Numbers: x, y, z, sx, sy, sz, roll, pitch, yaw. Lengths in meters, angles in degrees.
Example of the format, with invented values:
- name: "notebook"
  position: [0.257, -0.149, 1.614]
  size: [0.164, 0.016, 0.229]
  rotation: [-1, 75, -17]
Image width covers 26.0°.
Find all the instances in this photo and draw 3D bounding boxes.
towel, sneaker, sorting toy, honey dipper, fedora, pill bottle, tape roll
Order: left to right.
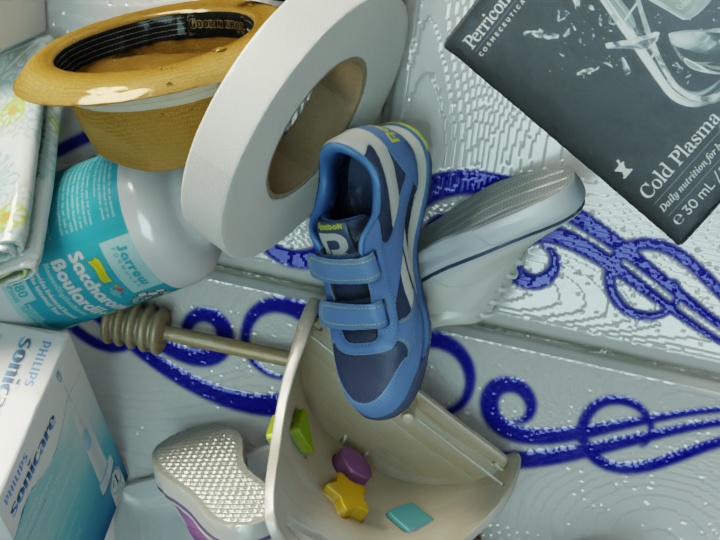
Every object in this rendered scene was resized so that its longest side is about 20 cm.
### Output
- name: "towel"
  position: [-0.294, -0.064, 1.125]
  size: [0.169, 0.202, 0.048]
  rotation: [-15, 145, 20]
- name: "pill bottle"
  position: [-0.176, -0.029, 1.132]
  size: [0.198, 0.111, 0.112]
  rotation: [-19, 103, 22]
- name: "fedora"
  position: [-0.130, -0.120, 1.051]
  size: [0.198, 0.201, 0.083]
  rotation: [-3, 116, 17]
- name: "sneaker"
  position: [-0.101, 0.195, 1.155]
  size: [0.072, 0.200, 0.116]
  rotation: [-17, 113, -13]
- name: "honey dipper"
  position: [-0.099, 0.056, 1.181]
  size: [0.198, 0.038, 0.038]
  rotation: [11, 112, 11]
- name: "tape roll"
  position: [-0.041, -0.100, 1.018]
  size: [0.037, 0.202, 0.204]
  rotation: [34, 115, 14]
- name: "sorting toy"
  position: [-0.001, 0.152, 1.091]
  size: [0.199, 0.181, 0.107]
  rotation: [38, 121, -11]
- name: "sneaker"
  position: [0.000, 0.000, 1.046]
  size: [0.073, 0.082, 0.203]
  rotation: [-2, 89, 33]
- name: "sneaker"
  position: [0.081, -0.006, 1.094]
  size: [0.199, 0.073, 0.071]
  rotation: [-27, 109, 32]

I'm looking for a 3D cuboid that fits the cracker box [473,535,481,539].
- name: "cracker box"
  position: [0.011, 0.272, 1.212]
  size: [0.198, 0.058, 0.135]
  rotation: [-17, 102, 20]

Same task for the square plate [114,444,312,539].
- name: "square plate"
  position: [-0.101, 0.241, 1.194]
  size: [0.196, 0.028, 0.202]
  rotation: [-17, 61, 21]

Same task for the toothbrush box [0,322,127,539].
- name: "toothbrush box"
  position: [-0.252, 0.155, 1.156]
  size: [0.084, 0.148, 0.201]
  rotation: [8, 144, 12]

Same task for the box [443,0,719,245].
- name: "box"
  position: [0.194, -0.163, 0.971]
  size: [0.196, 0.124, 0.200]
  rotation: [40, 115, 2]

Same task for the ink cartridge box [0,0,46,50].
- name: "ink cartridge box"
  position: [-0.308, -0.262, 1.103]
  size: [0.144, 0.088, 0.202]
  rotation: [5, 108, 15]
